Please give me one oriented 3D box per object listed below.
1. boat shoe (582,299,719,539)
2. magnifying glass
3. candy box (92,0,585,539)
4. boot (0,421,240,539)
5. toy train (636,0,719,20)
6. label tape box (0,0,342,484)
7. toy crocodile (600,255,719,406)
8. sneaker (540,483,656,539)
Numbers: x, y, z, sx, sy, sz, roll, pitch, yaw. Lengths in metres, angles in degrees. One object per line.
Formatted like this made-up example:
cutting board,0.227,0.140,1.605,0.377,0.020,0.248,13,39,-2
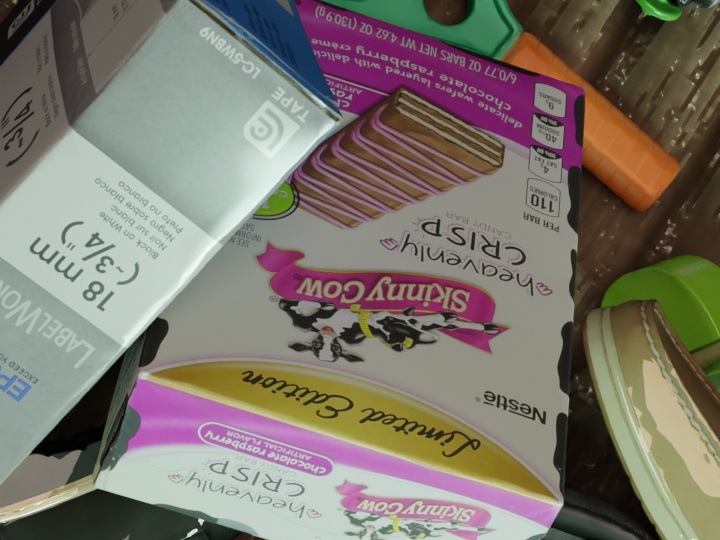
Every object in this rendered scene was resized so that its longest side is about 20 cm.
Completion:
boat shoe,0.147,0.088,0.721,0.066,0.074,0.200,-31,97,19
magnifying glass,0.038,-0.095,0.801,0.200,0.022,0.080,40,80,-3
candy box,0.000,0.000,0.710,0.136,0.061,0.200,17,44,-9
boot,-0.069,0.119,0.744,0.200,0.077,0.138,-13,93,1
toy train,0.054,-0.162,0.790,0.200,0.042,0.056,33,37,-8
label tape box,-0.102,-0.020,0.667,0.063,0.144,0.200,37,104,-24
toy crocodile,0.159,0.081,0.787,0.062,0.068,0.200,-30,96,33
sneaker,0.105,0.142,0.746,0.200,0.112,0.073,37,83,-5
